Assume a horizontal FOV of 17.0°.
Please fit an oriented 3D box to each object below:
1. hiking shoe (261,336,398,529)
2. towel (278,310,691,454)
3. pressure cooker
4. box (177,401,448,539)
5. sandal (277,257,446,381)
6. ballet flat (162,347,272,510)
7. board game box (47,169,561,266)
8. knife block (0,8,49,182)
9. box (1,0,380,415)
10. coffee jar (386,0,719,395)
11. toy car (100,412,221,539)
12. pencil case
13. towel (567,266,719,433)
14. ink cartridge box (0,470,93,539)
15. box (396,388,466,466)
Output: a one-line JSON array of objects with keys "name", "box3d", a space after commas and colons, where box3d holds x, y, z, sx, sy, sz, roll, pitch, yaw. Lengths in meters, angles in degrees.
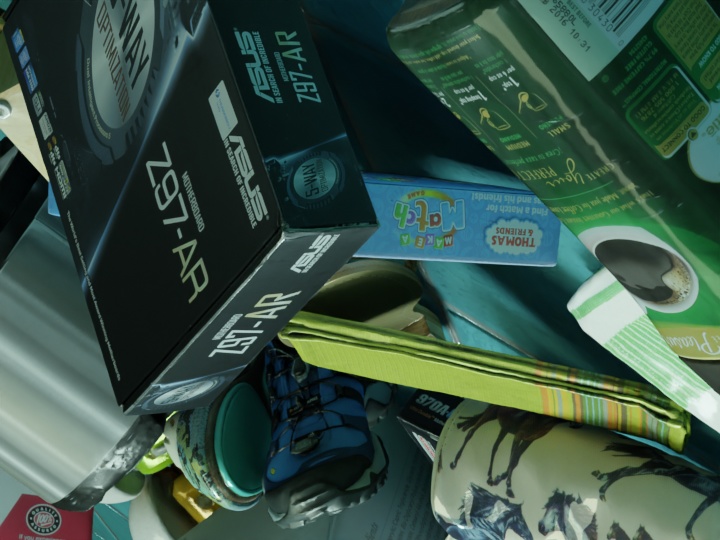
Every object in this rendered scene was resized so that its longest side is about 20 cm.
[{"name": "hiking shoe", "box3d": [-0.030, 0.074, 1.336, 0.200, 0.074, 0.087, -83, -32, -69]}, {"name": "towel", "box3d": [0.062, 0.056, 1.171, 0.200, 0.018, 0.086, 12, 164, 12]}, {"name": "pressure cooker", "box3d": [-0.193, 0.019, 1.398, 0.200, 0.179, 0.176, 37, 180, -12]}, {"name": "box", "box3d": [-0.017, 0.224, 1.494, 0.171, 0.199, 0.200, 47, -156, -12]}, {"name": "sandal", "box3d": [-0.005, 0.002, 1.255, 0.212, 0.078, 0.070, 47, -157, -71]}, {"name": "ballet flat", "box3d": [-0.077, 0.087, 1.390, 0.074, 0.074, 0.200, 42, -156, -3]}, {"name": "board game box", "box3d": [-0.030, -0.030, 1.096, 0.151, 0.037, 0.200, 3, -177, -35]}, {"name": "knife block", "box3d": [-0.122, -0.131, 1.210, 0.200, 0.176, 0.064, -25, 125, 23]}, {"name": "box", "box3d": [-0.076, -0.064, 0.987, 0.160, 0.044, 0.200, -45, 57, 49]}, {"name": "coffee jar", "box3d": [0.108, -0.042, 0.826, 0.200, 0.085, 0.104, 47, 161, -15]}, {"name": "toy car", "box3d": [-0.103, 0.096, 1.630, 0.200, 0.175, 0.150, 47, -158, -31]}, {"name": "pencil case", "box3d": [0.130, 0.129, 1.203, 0.200, 0.078, 0.090, 20, 114, 37]}, {"name": "towel", "box3d": [0.184, 0.059, 1.037, 0.200, 0.023, 0.153, 41, 164, 3]}, {"name": "ink cartridge box", "box3d": [-0.244, 0.090, 1.506, 0.148, 0.200, 0.086, 11, 160, -27]}, {"name": "box", "box3d": [0.125, 0.152, 1.384, 0.159, 0.046, 0.200, 25, 158, 47]}]
